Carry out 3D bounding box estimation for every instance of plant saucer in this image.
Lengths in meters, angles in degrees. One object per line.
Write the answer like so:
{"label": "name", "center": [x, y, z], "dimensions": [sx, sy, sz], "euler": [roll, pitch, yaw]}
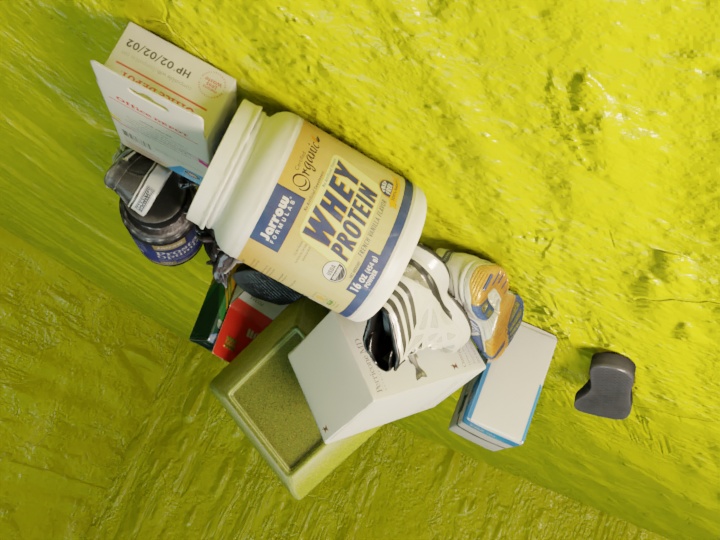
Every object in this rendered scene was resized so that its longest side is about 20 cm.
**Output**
{"label": "plant saucer", "center": [-0.081, 0.166, 1.015], "dimensions": [0.201, 0.200, 0.048], "euler": [49, -170, 7]}

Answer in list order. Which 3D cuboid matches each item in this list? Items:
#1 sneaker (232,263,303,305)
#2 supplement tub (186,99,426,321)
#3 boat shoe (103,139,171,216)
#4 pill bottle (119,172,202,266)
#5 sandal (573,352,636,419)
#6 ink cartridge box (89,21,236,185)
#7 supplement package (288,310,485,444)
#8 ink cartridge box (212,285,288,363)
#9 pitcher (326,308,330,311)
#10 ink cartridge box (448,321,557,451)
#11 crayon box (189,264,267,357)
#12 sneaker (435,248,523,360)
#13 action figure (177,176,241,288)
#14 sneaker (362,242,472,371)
{"label": "sneaker", "center": [-0.081, -0.016, 0.996], "dimensions": [0.197, 0.090, 0.074], "euler": [-14, 134, 39]}
{"label": "supplement tub", "center": [-0.051, -0.057, 0.741], "dimensions": [0.197, 0.147, 0.144], "euler": [27, 165, -11]}
{"label": "boat shoe", "center": [-0.255, -0.121, 0.905], "dimensions": [0.067, 0.074, 0.200], "euler": [32, -161, -16]}
{"label": "pill bottle", "center": [-0.280, -0.081, 1.110], "dimensions": [0.110, 0.114, 0.200], "euler": [25, 166, -1]}
{"label": "sandal", "center": [0.336, 0.153, 1.052], "dimensions": [0.074, 0.044, 0.201], "euler": [14, 153, 13]}
{"label": "ink cartridge box", "center": [-0.182, -0.160, 0.758], "dimensions": [0.113, 0.069, 0.200], "euler": [27, 166, -3]}
{"label": "supplement package", "center": [0.033, 0.111, 0.946], "dimensions": [0.197, 0.119, 0.117], "euler": [-9, 154, -43]}
{"label": "ink cartridge box", "center": [-0.108, 0.055, 1.109], "dimensions": [0.049, 0.204, 0.161], "euler": [-3, 151, 42]}
{"label": "pitcher", "center": [-0.009, 0.112, 1.107], "dimensions": [0.120, 0.205, 0.170], "euler": [-18, 178, 39]}
{"label": "ink cartridge box", "center": [0.194, 0.164, 1.092], "dimensions": [0.084, 0.149, 0.200], "euler": [22, 165, 4]}
{"label": "crayon box", "center": [-0.155, 0.033, 1.133], "dimensions": [0.051, 0.204, 0.125], "euler": [-2, 152, 42]}
{"label": "sneaker", "center": [0.136, 0.034, 0.924], "dimensions": [0.087, 0.076, 0.201], "euler": [28, 161, 31]}
{"label": "action figure", "center": [-0.153, -0.063, 0.925], "dimensions": [0.200, 0.100, 0.122], "euler": [-133, 35, -54]}
{"label": "sneaker", "center": [0.052, 0.063, 0.836], "dimensions": [0.075, 0.116, 0.201], "euler": [28, 163, 32]}
